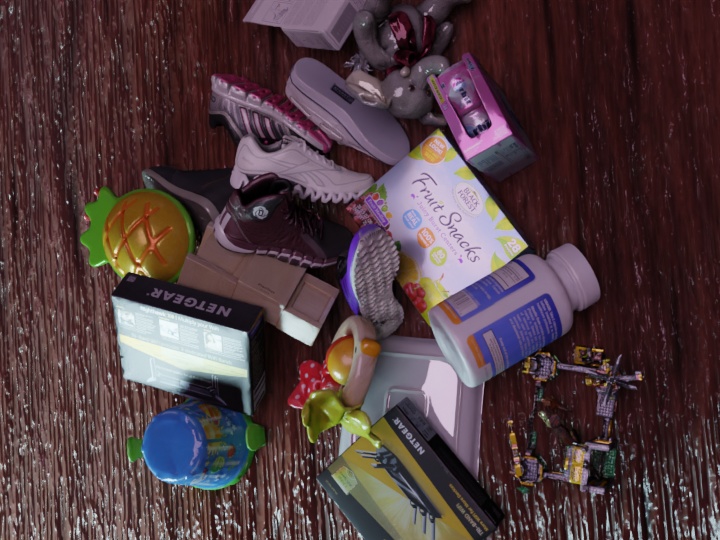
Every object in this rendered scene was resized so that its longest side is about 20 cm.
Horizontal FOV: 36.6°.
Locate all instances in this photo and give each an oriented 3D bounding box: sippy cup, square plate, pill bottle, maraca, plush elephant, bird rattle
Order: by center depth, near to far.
[{"bbox_3d":[0.194,0.050,1.356,0.198,0.112,0.113,-28,76,-8],"label":"pill bottle"},{"bbox_3d":[-0.016,0.138,1.396,0.111,0.200,0.165,20,103,-10],"label":"bird rattle"},{"bbox_3d":[0.061,-0.272,1.429,0.200,0.163,0.156,-48,55,40],"label":"plush elephant"},{"bbox_3d":[0.065,0.188,1.454,0.197,0.028,0.201,4,86,20],"label":"square plate"},{"bbox_3d":[-0.230,0.238,1.501,0.178,0.130,0.140,-44,74,11],"label":"sippy cup"},{"bbox_3d":[-0.313,-0.049,1.526,0.198,0.107,0.139,13,93,27],"label":"maraca"}]

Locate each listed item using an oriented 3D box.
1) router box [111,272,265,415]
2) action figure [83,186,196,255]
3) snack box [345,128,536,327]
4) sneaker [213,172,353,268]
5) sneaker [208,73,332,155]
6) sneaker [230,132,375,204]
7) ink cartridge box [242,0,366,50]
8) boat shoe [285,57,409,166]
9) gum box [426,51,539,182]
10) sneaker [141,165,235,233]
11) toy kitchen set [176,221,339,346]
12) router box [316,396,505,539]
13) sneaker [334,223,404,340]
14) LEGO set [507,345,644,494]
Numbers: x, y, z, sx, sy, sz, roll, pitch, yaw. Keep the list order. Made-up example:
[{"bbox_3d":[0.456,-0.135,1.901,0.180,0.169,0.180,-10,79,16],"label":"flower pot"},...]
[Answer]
[{"bbox_3d":[-0.227,0.099,1.458,0.197,0.052,0.159,15,132,12],"label":"router box"},{"bbox_3d":[-0.318,-0.055,1.604,0.198,0.052,0.066,27,92,17],"label":"action figure"},{"bbox_3d":[0.105,-0.055,1.439,0.168,0.068,0.201,-38,76,12],"label":"snack box"},{"bbox_3d":[-0.086,-0.069,1.428,0.116,0.197,0.076,119,147,-43],"label":"sneaker"},{"bbox_3d":[-0.133,-0.201,1.537,0.198,0.074,0.088,28,115,8],"label":"sneaker"},{"bbox_3d":[-0.075,-0.138,1.475,0.197,0.075,0.082,7,103,-8],"label":"sneaker"},{"bbox_3d":[-0.048,-0.402,1.507,0.175,0.045,0.201,18,72,44],"label":"ink cartridge box"},{"bbox_3d":[-0.021,-0.206,1.497,0.199,0.072,0.066,36,141,-1],"label":"boat shoe"},{"bbox_3d":[0.154,-0.187,1.361,0.066,0.200,0.115,-29,78,15],"label":"gum box"},{"bbox_3d":[-0.227,-0.117,1.571,0.106,0.076,0.199,-35,42,-29],"label":"sneaker"},{"bbox_3d":[-0.141,0.031,1.522,0.198,0.164,0.181,28,134,0],"label":"toy kitchen set"},{"bbox_3d":[0.063,0.292,1.409,0.157,0.052,0.200,-44,81,20],"label":"router box"},{"bbox_3d":[0.000,0.000,1.419,0.069,0.201,0.100,-29,54,-17],"label":"sneaker"},{"bbox_3d":[0.253,0.189,1.338,0.152,0.116,0.203,15,90,20],"label":"LEGO set"}]
